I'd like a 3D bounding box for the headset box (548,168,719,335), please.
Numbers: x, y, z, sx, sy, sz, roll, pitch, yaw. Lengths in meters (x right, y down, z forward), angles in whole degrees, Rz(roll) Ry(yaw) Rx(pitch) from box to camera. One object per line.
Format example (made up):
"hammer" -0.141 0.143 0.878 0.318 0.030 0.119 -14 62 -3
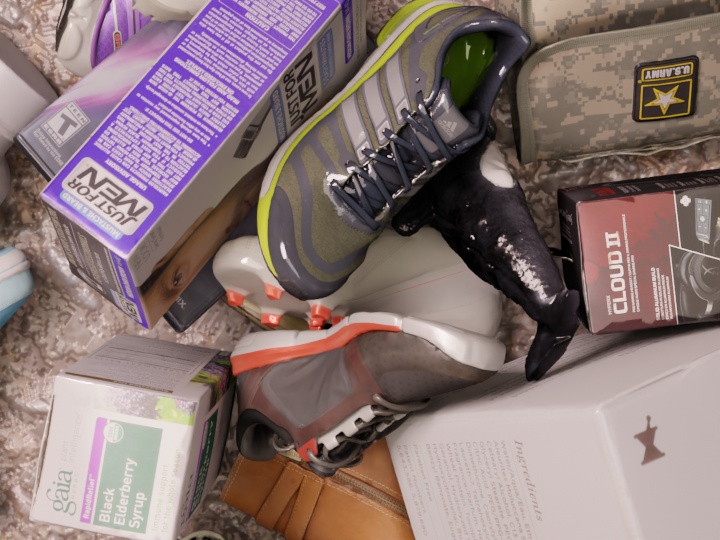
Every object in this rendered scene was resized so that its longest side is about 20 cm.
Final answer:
"headset box" 0.197 -0.017 1.088 0.198 0.149 0.078 -6 95 3

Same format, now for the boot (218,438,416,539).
"boot" -0.012 0.161 1.152 0.154 0.074 0.201 17 85 0

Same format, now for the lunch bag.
"lunch bag" 0.157 -0.161 1.094 0.163 0.118 0.201 -9 103 -1

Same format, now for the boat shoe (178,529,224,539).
"boat shoe" -0.102 0.187 1.131 0.199 0.071 0.064 -18 84 28

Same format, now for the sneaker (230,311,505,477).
"sneaker" 0.002 0.073 1.053 0.077 0.199 0.082 17 72 -36

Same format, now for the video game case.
"video game case" -0.076 -0.084 1.102 0.200 0.019 0.143 -43 98 -17

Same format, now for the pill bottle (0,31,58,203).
"pill bottle" -0.273 -0.056 1.114 0.200 0.120 0.120 -44 93 4

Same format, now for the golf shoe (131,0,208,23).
"golf shoe" -0.045 -0.206 1.064 0.200 0.097 0.079 -34 91 -28

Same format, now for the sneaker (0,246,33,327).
"sneaker" -0.242 0.087 1.148 0.200 0.080 0.131 -40 92 14

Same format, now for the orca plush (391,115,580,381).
"orca plush" 0.054 -0.019 1.077 0.071 0.105 0.201 -16 55 -8

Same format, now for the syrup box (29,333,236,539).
"syrup box" -0.121 0.090 1.082 0.081 0.200 0.079 10 95 1

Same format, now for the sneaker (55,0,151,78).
"sneaker" -0.115 -0.203 1.129 0.083 0.081 0.201 17 103 -17

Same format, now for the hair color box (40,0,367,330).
"hair color box" -0.077 -0.076 1.027 0.065 0.109 0.200 36 74 13

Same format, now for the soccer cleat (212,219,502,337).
"soccer cleat" 0.000 0.000 1.105 0.199 0.069 0.078 15 75 -37

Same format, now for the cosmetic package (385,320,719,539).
"cosmetic package" 0.148 0.128 1.051 0.164 0.200 0.166 -19 96 -32

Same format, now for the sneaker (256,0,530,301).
"sneaker" 0.017 -0.070 1.027 0.074 0.081 0.201 41 70 -26

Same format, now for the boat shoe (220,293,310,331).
"boat shoe" -0.094 -0.032 1.138 0.200 0.072 0.068 35 87 -9
